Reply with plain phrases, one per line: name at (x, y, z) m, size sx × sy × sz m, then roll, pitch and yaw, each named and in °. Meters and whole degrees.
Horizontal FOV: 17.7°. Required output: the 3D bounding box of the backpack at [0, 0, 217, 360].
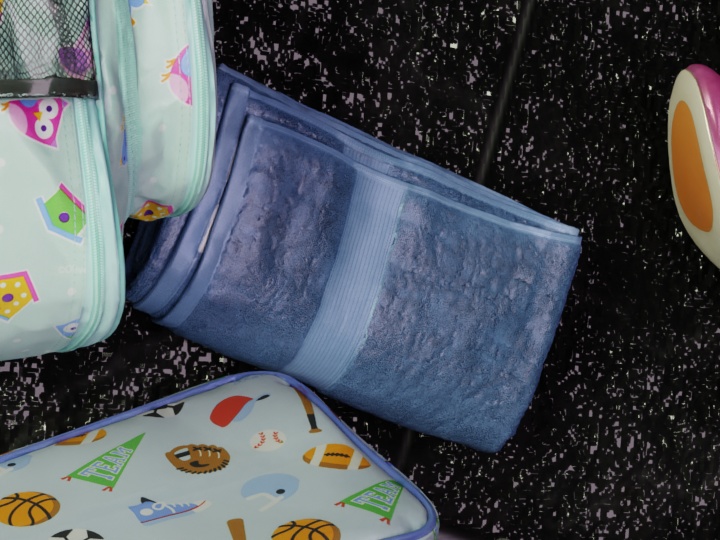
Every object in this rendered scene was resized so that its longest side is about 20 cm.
backpack at (-0.138, -0.064, 0.845) m, size 0.153 × 0.176 × 0.201 m, roll 0°, pitch 95°, yaw -26°

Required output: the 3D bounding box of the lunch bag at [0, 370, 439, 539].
lunch bag at (-0.074, 0.113, 0.902) m, size 0.199 × 0.160 × 0.076 m, roll -16°, pitch 123°, yaw -30°

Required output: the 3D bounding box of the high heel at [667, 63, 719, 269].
high heel at (0.210, -0.016, 1.097) m, size 0.096 × 0.067 × 0.201 m, roll -22°, pitch 107°, yaw -8°

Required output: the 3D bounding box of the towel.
towel at (0.000, 0.000, 0.998) m, size 0.200 × 0.048 × 0.112 m, roll 24°, pitch 80°, yaw -29°

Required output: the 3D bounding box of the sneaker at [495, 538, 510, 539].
sneaker at (0.073, 0.167, 1.030) m, size 0.200 × 0.074 × 0.087 m, roll 21°, pitch 79°, yaw -29°
